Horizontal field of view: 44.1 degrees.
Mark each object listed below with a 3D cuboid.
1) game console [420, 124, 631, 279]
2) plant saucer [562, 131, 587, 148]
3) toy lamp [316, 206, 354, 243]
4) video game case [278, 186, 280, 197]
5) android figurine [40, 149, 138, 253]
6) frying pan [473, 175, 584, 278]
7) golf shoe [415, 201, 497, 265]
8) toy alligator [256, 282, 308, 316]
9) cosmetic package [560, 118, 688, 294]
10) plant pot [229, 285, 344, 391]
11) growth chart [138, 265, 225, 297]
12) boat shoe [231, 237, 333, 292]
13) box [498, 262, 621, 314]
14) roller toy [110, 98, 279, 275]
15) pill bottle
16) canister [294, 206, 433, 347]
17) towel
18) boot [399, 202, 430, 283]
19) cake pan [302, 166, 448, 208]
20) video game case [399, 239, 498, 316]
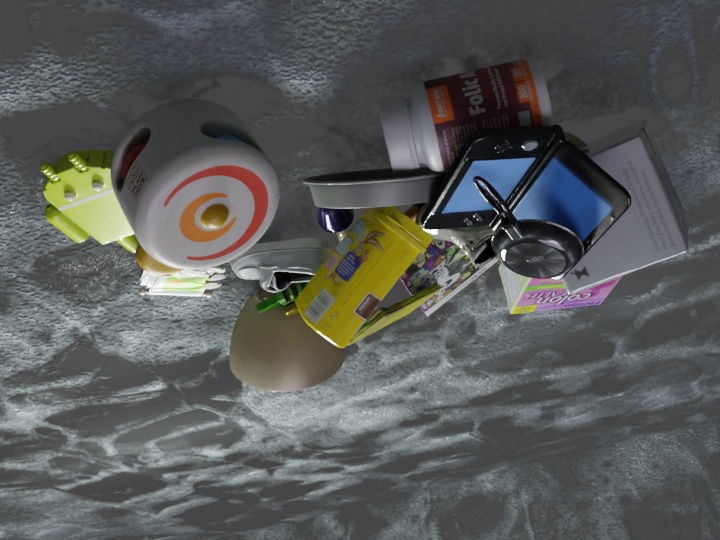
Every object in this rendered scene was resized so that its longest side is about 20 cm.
[{"bbox_3d":[0.193,-0.073,1.085,0.176,0.117,0.200,-6,152,-21],"label":"game console"},{"bbox_3d":[0.208,-0.151,1.214,0.200,0.031,0.200,-18,-178,1],"label":"plant saucer"},{"bbox_3d":[-0.028,-0.058,1.367,0.058,0.058,0.200,-13,153,6],"label":"toy lamp"},{"bbox_3d":[-0.245,-0.091,1.265,0.182,0.022,0.200,17,144,-42],"label":"video game case"},{"bbox_3d":[-0.334,-0.092,1.179,0.182,0.041,0.200,-14,145,20],"label":"android figurine"},{"bbox_3d":[0.209,-0.045,1.080,0.115,0.031,0.190,1,146,22],"label":"frying pan"},{"bbox_3d":[0.154,-0.054,1.258,0.200,0.097,0.078,-3,146,40],"label":"golf shoe"},{"bbox_3d":[-0.073,0.023,1.442,0.200,0.059,0.054,-19,167,-14],"label":"toy alligator"},{"bbox_3d":[0.340,-0.092,1.218,0.165,0.165,0.200,-23,-173,24],"label":"cosmetic package"},{"bbox_3d":[-0.130,0.095,1.524,0.200,0.200,0.135,-6,118,-8],"label":"plant pot"},{"bbox_3d":[-0.286,0.007,1.429,0.144,0.018,0.200,0,160,-16],"label":"growth chart"},{"bbox_3d":[-0.127,-0.001,1.393,0.200,0.069,0.072,-6,156,31],"label":"boat shoe"},{"bbox_3d":[0.354,-0.016,1.537,0.176,0.097,0.200,-5,154,-10],"label":"box"},{"bbox_3d":[-0.199,-0.098,1.073,0.200,0.140,0.183,-26,140,-12],"label":"roller toy"},{"bbox_3d":[0.128,-0.187,1.101,0.200,0.114,0.114,-13,153,4],"label":"pill bottle"},{"bbox_3d":[0.000,0.000,1.266,0.087,0.149,0.200,37,93,-17],"label":"canister"},{"bbox_3d":[0.051,0.062,1.338,0.086,0.018,0.200,-39,171,30],"label":"towel"},{"bbox_3d":[0.100,-0.046,1.429,0.144,0.071,0.201,-40,156,23],"label":"boot"},{"bbox_3d":[0.024,-0.111,1.178,0.200,0.037,0.200,-4,-170,1],"label":"cake pan"},{"bbox_3d":[0.150,-0.018,1.437,0.181,0.036,0.200,-39,156,0],"label":"video game case"}]
